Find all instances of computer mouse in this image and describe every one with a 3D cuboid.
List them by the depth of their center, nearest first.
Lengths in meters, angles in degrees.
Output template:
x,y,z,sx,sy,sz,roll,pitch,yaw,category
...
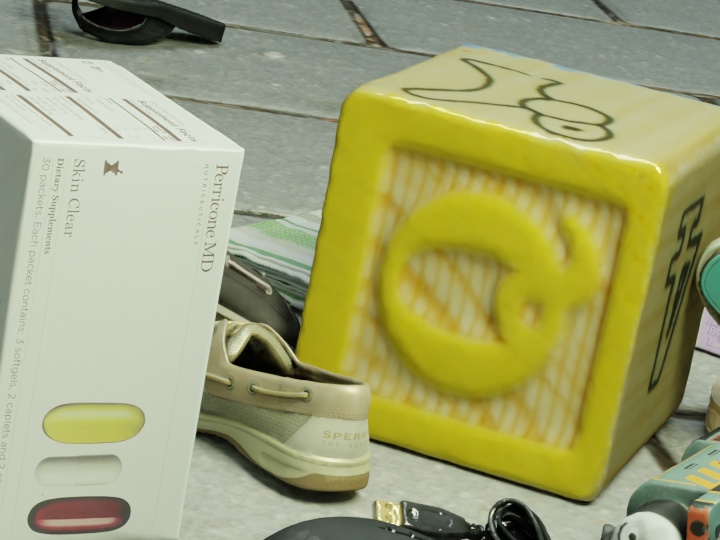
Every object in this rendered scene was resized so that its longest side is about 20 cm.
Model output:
x,y,z,sx,sy,sz,roll,pitch,yaw,category
0.020,0.131,1.265,0.199,0.046,0.140,5,18,-21,computer mouse

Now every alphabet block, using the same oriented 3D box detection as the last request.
x,y,z,sx,sy,sz,roll,pitch,yaw,category
0.093,-0.006,1.520,0.194,0.198,0.200,14,16,18,alphabet block

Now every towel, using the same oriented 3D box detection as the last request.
x,y,z,sx,sy,sz,roll,pitch,yaw,category
0.000,0.000,1.759,0.149,0.031,0.200,21,16,25,towel

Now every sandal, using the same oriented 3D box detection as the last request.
x,y,z,sx,sy,sz,roll,pitch,yaw,category
-0.203,-0.223,2.375,0.200,0.048,0.075,13,9,-43,sandal

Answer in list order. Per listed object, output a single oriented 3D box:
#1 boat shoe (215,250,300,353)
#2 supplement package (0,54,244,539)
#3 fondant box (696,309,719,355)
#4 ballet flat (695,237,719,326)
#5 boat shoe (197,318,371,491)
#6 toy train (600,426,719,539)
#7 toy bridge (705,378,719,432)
x,y,z,sx,sy,sz,roll,pitch,yaw,category
-0.086,0.001,1.484,0.067,0.057,0.200,4,-18,35,boat shoe
-0.151,0.012,1.283,0.110,0.201,0.156,0,19,-31,supplement package
0.326,0.029,1.806,0.144,0.059,0.200,19,17,28,fondant box
0.270,0.057,1.510,0.200,0.067,0.062,54,24,9,ballet flat
-0.062,0.057,1.430,0.072,0.065,0.200,-2,18,-38,boat shoe
0.202,0.127,1.352,0.113,0.086,0.200,5,13,29,toy train
0.243,0.087,1.603,0.067,0.027,0.200,12,16,8,toy bridge
